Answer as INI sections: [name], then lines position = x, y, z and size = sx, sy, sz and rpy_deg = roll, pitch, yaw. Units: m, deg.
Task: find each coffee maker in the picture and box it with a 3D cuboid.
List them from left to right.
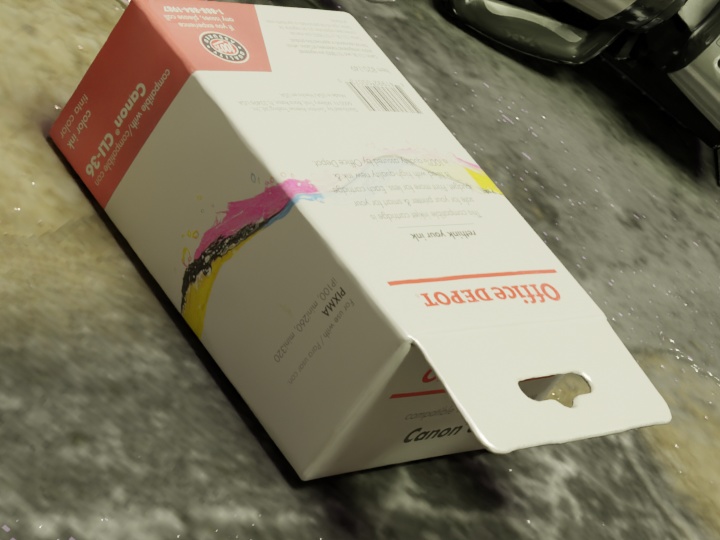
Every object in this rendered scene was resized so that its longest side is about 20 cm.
[coffee maker]
position = 0.142, -0.173, 1.014
size = 0.200, 0.135, 0.192
rpy_deg = 36, 38, -17

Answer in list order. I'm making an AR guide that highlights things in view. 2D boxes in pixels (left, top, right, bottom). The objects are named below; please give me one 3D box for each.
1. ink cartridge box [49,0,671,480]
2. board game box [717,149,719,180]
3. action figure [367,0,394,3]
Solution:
[ink cartridge box]
position = 0.000, 0.000, 0.686
size = 0.116, 0.068, 0.200
rpy_deg = -3, 48, -51
[board game box]
position = 0.277, -0.037, 1.094
size = 0.200, 0.034, 0.135
rpy_deg = 32, 29, -12
[action figure]
position = -0.055, -0.188, 0.897
size = 0.200, 0.069, 0.130
rpy_deg = 44, 22, 2
